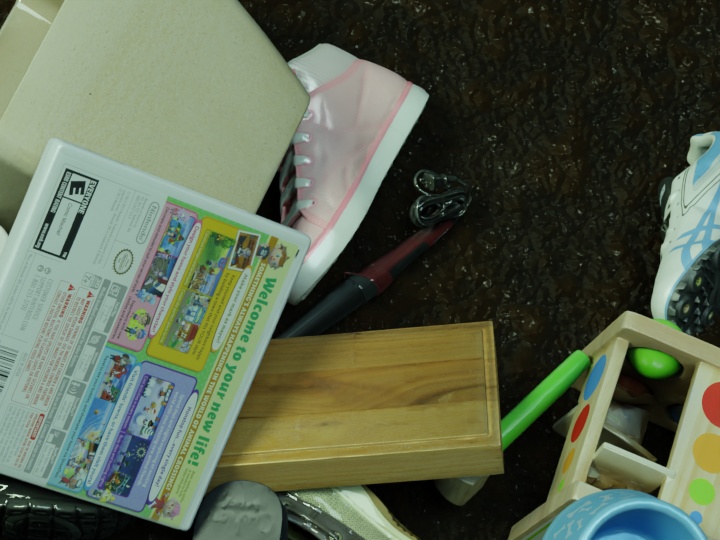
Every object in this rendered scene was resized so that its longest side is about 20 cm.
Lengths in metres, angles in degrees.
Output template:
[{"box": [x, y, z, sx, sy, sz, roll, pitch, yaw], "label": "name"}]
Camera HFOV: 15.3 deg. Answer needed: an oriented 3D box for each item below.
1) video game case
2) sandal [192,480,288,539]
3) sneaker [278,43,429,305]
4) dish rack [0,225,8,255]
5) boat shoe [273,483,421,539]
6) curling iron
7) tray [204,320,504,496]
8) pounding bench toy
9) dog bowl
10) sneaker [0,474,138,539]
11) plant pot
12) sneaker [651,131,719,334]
[{"box": [-0.145, 0.042, 1.610, 0.182, 0.022, 0.200, 21, 95, -29], "label": "video game case"}, {"box": [-0.084, 0.223, 1.634, 0.076, 0.043, 0.201, -5, 66, 9], "label": "sandal"}, {"box": [-0.037, -0.072, 1.788, 0.105, 0.075, 0.200, 33, 54, -6], "label": "sneaker"}, {"box": [-0.309, 0.051, 1.642, 0.171, 0.044, 0.200, 12, 62, 30], "label": "dish rack"}, {"box": [0.013, 0.198, 1.716, 0.200, 0.073, 0.065, 42, 69, 11], "label": "boat shoe"}, {"box": [0.000, 0.000, 1.800, 0.200, 0.026, 0.050, -42, 123, -21], "label": "curling iron"}, {"box": [-0.011, 0.088, 1.708, 0.200, 0.037, 0.099, -4, 52, 3], "label": "tray"}, {"box": [0.161, 0.106, 1.760, 0.200, 0.124, 0.156, 23, 65, -8], "label": "pounding bench toy"}, {"box": [0.184, 0.229, 1.638, 0.111, 0.050, 0.200, -19, 84, -16], "label": "dog bowl"}, {"box": [-0.229, 0.118, 1.665, 0.200, 0.076, 0.091, 10, 63, -15], "label": "sneaker"}, {"box": [-0.152, -0.088, 1.707, 0.177, 0.200, 0.200, 32, 64, -16], "label": "plant pot"}, {"box": [0.231, -0.026, 1.847, 0.072, 0.072, 0.200, 11, 40, 19], "label": "sneaker"}]
